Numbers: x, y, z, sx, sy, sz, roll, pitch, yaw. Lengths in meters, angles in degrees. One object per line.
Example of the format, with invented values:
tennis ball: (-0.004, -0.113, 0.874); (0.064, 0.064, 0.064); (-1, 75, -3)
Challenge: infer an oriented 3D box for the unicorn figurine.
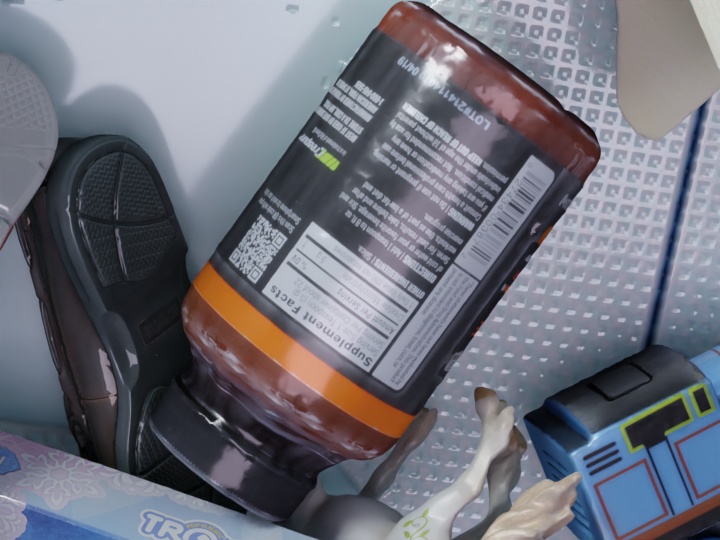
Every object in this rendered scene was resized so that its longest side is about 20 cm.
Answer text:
unicorn figurine: (0.002, 0.114, 0.880); (0.074, 0.200, 0.138); (31, 74, -20)

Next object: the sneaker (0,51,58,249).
sneaker: (-0.181, 0.011, 0.816); (0.077, 0.082, 0.201); (34, 67, -13)

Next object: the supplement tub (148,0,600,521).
supplement tub: (0.000, 0.000, 0.835); (0.107, 0.107, 0.201); (35, 95, -14)

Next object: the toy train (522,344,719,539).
toy train: (0.171, 0.074, 0.885); (0.199, 0.087, 0.115); (-25, 106, -7)

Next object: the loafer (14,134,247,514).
loafer: (-0.099, 0.036, 0.885); (0.072, 0.063, 0.202); (-29, 116, -39)

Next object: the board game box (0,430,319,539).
board game box: (-0.118, 0.171, 0.874); (0.198, 0.043, 0.200); (17, 122, 10)

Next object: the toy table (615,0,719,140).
toy table: (0.131, -0.142, 0.783); (0.117, 0.184, 0.200); (42, 138, -8)
